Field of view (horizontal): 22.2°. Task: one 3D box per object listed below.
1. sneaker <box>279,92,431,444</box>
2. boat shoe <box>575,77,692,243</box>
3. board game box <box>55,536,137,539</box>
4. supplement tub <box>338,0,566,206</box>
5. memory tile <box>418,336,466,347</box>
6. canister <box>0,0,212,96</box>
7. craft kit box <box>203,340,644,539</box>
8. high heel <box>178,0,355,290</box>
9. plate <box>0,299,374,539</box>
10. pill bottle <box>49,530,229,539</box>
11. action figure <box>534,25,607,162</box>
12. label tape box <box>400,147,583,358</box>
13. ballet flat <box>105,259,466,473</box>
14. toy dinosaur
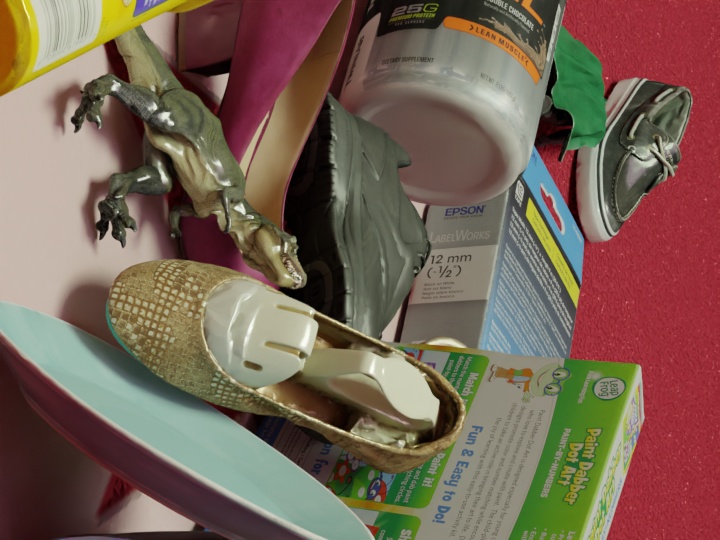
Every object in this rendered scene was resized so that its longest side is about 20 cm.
[{"bbox_3d":[0.000,0.000,1.007,0.090,0.076,0.201,19,62,-36],"label":"sneaker"},{"bbox_3d":[0.231,-0.101,1.528,0.072,0.071,0.201,66,34,-35],"label":"boat shoe"},{"bbox_3d":[-0.107,0.206,0.735,0.158,0.039,0.200,40,85,-8],"label":"board game box"},{"bbox_3d":[0.063,-0.151,1.145,0.123,0.122,0.201,56,39,-45],"label":"supplement tub"},{"bbox_3d":[0.054,0.154,1.090,0.153,0.017,0.201,36,64,-17],"label":"memory tile"},{"bbox_3d":[-0.133,-0.164,0.782,0.200,0.086,0.149,-41,110,-55],"label":"canister"},{"bbox_3d":[0.033,0.117,0.966,0.200,0.196,0.049,-61,146,-46],"label":"craft kit box"},{"bbox_3d":[-0.042,-0.050,0.951,0.067,0.096,0.201,-18,102,-63],"label":"high heel"},{"bbox_3d":[-0.082,0.074,0.786,0.026,0.200,0.200,-58,149,1],"label":"plate"},{"bbox_3d":[-0.085,0.218,0.811,0.113,0.113,0.202,10,78,-63],"label":"pill bottle"},{"bbox_3d":[0.158,-0.133,1.408,0.200,0.054,0.119,4,81,-70],"label":"action figure"},{"bbox_3d":[0.093,0.022,1.248,0.143,0.066,0.201,55,38,-47],"label":"label tape box"},{"bbox_3d":[-0.027,0.041,0.885,0.199,0.065,0.071,24,63,-33],"label":"ballet flat"},{"bbox_3d":[-0.099,-0.067,0.894,0.088,0.047,0.201,-35,103,-45],"label":"toy dinosaur"}]
